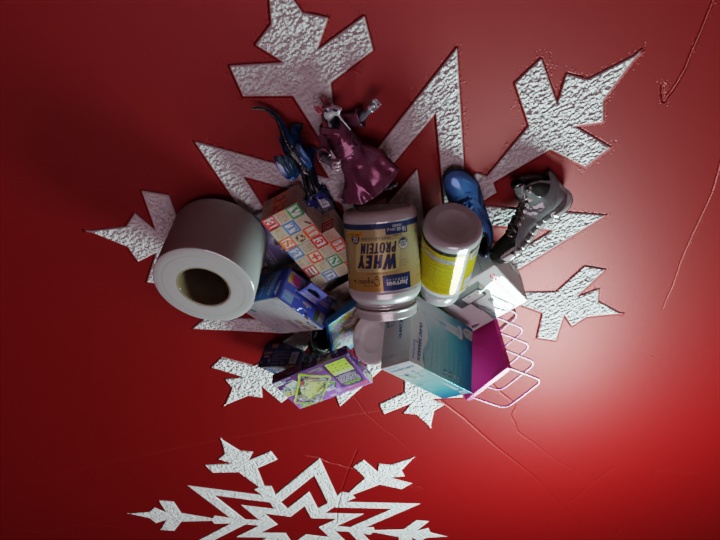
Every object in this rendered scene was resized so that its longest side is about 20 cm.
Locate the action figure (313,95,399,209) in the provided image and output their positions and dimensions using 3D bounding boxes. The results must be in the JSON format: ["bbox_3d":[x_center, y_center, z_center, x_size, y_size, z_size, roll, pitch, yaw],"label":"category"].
[{"bbox_3d":[-0.018,-0.221,1.002,0.133,0.149,0.202,-39,111,-9],"label":"action figure"}]

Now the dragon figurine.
[{"bbox_3d":[-0.114,-0.201,0.991,0.058,0.101,0.201,-23,130,19],"label":"dragon figurine"}]

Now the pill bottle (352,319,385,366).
[{"bbox_3d":[0.080,0.162,1.289,0.113,0.116,0.198,-32,154,25],"label":"pill bottle"}]

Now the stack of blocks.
[{"bbox_3d":[-0.092,-0.071,1.118,0.113,0.059,0.201,-24,129,19],"label":"stack of blocks"}]

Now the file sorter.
[{"bbox_3d":[0.312,0.193,1.311,0.123,0.203,0.139,22,130,-26],"label":"file sorter"}]

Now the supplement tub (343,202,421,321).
[{"bbox_3d":[0.043,-0.018,1.075,0.140,0.145,0.206,-5,102,3],"label":"supplement tub"}]

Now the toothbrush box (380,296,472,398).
[{"bbox_3d":[0.143,0.162,1.180,0.198,0.150,0.084,30,143,-34],"label":"toothbrush box"}]

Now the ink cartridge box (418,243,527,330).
[{"bbox_3d":[0.244,0.047,1.248,0.198,0.085,0.145,-34,126,27],"label":"ink cartridge box"}]

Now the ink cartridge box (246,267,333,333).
[{"bbox_3d":[-0.154,0.068,1.207,0.136,0.078,0.197,38,150,-32],"label":"ink cartridge box"}]

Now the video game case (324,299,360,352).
[{"bbox_3d":[-0.013,0.119,1.266,0.142,0.018,0.202,-35,155,-18],"label":"video game case"}]

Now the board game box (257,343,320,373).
[{"bbox_3d":[-0.118,0.246,1.381,0.198,0.063,0.198,34,153,-30],"label":"board game box"}]

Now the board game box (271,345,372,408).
[{"bbox_3d":[-0.085,0.241,1.258,0.196,0.033,0.121,-23,126,19],"label":"board game box"}]

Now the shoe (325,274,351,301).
[{"bbox_3d":[0.000,0.000,1.205,0.053,0.071,0.199,23,131,-33],"label":"shoe"}]

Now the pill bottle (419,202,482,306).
[{"bbox_3d":[0.166,-0.022,1.096,0.109,0.115,0.202,0,142,-2],"label":"pill bottle"}]

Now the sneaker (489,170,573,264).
[{"bbox_3d":[0.307,-0.116,1.101,0.200,0.075,0.115,-44,115,7],"label":"sneaker"}]

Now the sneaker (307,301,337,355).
[{"bbox_3d":[-0.094,0.166,1.343,0.065,0.092,0.203,6,133,-7],"label":"sneaker"}]

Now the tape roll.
[{"bbox_3d":[-0.291,-0.018,1.116,0.197,0.141,0.206,3,135,3],"label":"tape roll"}]

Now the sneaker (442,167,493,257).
[{"bbox_3d":[0.217,-0.109,1.107,0.065,0.080,0.202,-19,130,18],"label":"sneaker"}]

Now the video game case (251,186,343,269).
[{"bbox_3d":[-0.131,-0.083,1.159,0.195,0.019,0.144,-17,131,15],"label":"video game case"}]
